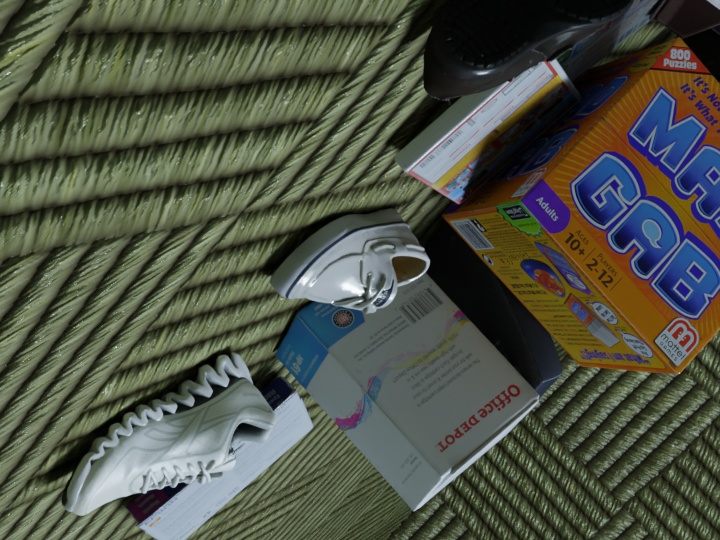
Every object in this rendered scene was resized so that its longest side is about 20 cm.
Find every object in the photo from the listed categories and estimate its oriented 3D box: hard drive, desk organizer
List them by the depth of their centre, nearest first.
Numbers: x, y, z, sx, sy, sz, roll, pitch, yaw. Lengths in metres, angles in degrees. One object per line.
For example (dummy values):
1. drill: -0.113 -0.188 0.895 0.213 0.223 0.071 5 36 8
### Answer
1. desk organizer: 0.338 -0.247 1.399 0.072 0.077 0.200 -55 169 25
2. hard drive: 0.123 0.046 1.473 0.042 0.200 0.135 -12 153 -28

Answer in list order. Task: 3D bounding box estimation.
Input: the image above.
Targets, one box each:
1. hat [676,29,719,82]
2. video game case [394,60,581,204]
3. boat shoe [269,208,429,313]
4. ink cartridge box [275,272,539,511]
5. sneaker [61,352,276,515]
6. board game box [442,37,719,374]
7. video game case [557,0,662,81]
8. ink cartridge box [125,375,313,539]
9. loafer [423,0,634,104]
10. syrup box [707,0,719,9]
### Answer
1. hat: 0.420 -0.224 1.529 0.201 0.201 0.081 -43 142 -3
2. video game case: 0.108 -0.117 1.232 0.143 0.017 0.200 -41 166 9
3. boat shoe: 0.000 0.000 1.243 0.071 0.070 0.200 -48 167 23
4. ink cartridge box: 0.043 0.098 1.396 0.144 0.200 0.085 -34 164 -36
5. sneaker: -0.152 0.144 1.231 0.200 0.081 0.075 -33 165 -34
6. board game box: 0.234 -0.051 1.333 0.200 0.200 0.200 -45 -170 -12
7. video game case: 0.198 -0.215 1.261 0.200 0.024 0.182 -38 166 -19
8. ink cartridge box: -0.138 0.187 1.496 0.196 0.043 0.200 -40 165 -9
9. loafer: 0.109 -0.173 1.045 0.200 0.073 0.071 -27 170 -36
10. syrup box: 0.354 -0.306 1.256 0.200 0.079 0.081 -49 169 -13
